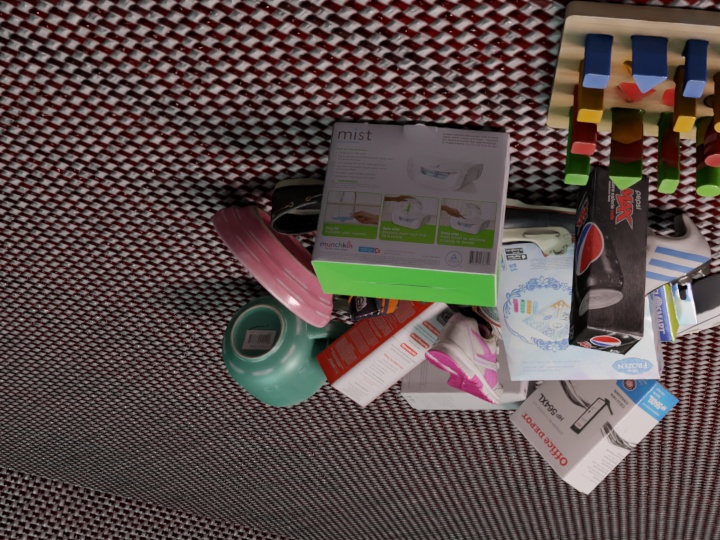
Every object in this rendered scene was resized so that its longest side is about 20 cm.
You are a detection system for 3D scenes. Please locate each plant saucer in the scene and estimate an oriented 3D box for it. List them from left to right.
[{"bbox_3d":[-0.102,-0.014,1.562,0.051,0.201,0.200,-45,139,6],"label":"plant saucer"}]

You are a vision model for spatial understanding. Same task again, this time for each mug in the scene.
[{"bbox_3d":[-0.116,0.102,1.809,0.185,0.152,0.114,-41,144,1],"label":"mug"}]

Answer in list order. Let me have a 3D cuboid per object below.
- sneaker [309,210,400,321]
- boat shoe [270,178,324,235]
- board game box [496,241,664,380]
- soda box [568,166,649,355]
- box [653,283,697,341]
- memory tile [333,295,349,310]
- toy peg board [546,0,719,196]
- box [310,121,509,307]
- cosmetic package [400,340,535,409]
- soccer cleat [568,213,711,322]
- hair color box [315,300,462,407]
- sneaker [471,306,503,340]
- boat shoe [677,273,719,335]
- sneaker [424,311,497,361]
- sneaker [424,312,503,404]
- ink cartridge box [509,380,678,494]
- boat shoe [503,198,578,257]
[{"bbox_3d":[0.000,0.000,1.601,0.077,0.112,0.200,-11,150,37],"label":"sneaker"},{"bbox_3d":[-0.020,-0.082,1.486,0.201,0.063,0.074,-7,150,28],"label":"boat shoe"},{"bbox_3d":[0.275,0.045,1.564,0.200,0.043,0.199,-3,113,24],"label":"board game box"},{"bbox_3d":[0.280,-0.011,1.377,0.071,0.200,0.063,11,156,-7],"label":"soda box"},{"bbox_3d":[0.328,0.035,1.594,0.200,0.048,0.122,-4,117,25],"label":"box"},{"bbox_3d":[-0.059,0.014,1.773,0.153,0.017,0.200,-3,155,24],"label":"memory tile"},{"bbox_3d":[0.286,-0.154,1.178,0.200,0.098,0.199,5,157,5],"label":"toy peg board"},{"bbox_3d":[0.059,-0.065,1.353,0.200,0.177,0.097,4,156,8],"label":"box"},{"bbox_3d":[0.171,0.155,1.911,0.200,0.113,0.081,0,155,22],"label":"cosmetic package"},{"bbox_3d":[0.321,-0.001,1.447,0.200,0.086,0.070,-25,-178,-16],"label":"soccer cleat"},{"bbox_3d":[0.046,0.101,1.755,0.200,0.061,0.102,-38,142,9],"label":"hair color box"},{"bbox_3d":[0.231,0.073,1.762,0.082,0.078,0.200,-6,144,38],"label":"sneaker"},{"bbox_3d":[0.445,0.062,1.670,0.070,0.071,0.200,25,144,-30],"label":"boat shoe"},{"bbox_3d":[0.114,0.091,1.829,0.200,0.080,0.086,-14,138,30],"label":"sneaker"},{"bbox_3d":[0.165,0.126,1.741,0.081,0.088,0.200,21,164,29],"label":"sneaker"},{"bbox_3d":[0.343,0.207,1.812,0.200,0.146,0.084,-48,137,7],"label":"ink cartridge box"},{"bbox_3d":[0.218,-0.048,1.468,0.200,0.063,0.071,8,176,1],"label":"boat shoe"}]
